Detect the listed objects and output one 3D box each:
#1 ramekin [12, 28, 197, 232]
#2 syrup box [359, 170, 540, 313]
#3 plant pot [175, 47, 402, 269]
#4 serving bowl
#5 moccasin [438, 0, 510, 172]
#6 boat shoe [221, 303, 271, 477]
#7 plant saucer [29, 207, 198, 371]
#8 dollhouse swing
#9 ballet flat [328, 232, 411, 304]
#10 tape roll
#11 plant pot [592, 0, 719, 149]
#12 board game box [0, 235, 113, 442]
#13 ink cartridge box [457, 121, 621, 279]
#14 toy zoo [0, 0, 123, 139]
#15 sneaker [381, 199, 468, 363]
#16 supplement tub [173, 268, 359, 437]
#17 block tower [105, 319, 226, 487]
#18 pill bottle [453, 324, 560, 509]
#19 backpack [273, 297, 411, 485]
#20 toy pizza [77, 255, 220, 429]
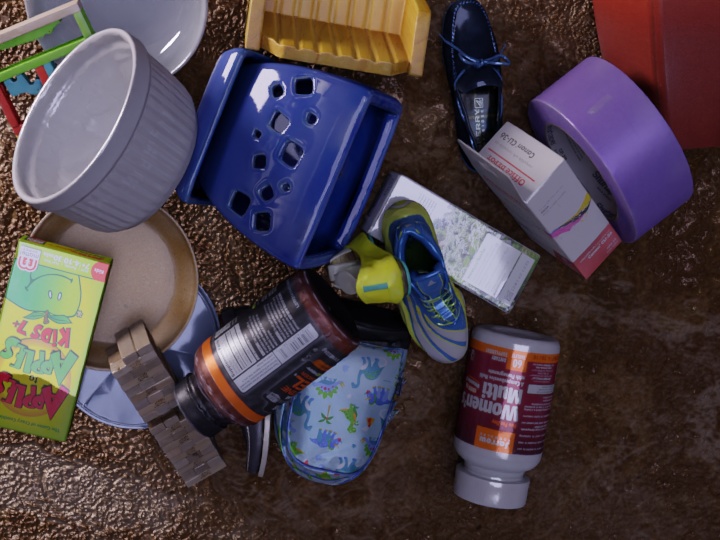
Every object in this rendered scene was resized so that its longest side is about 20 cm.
[{"bbox_3d":[-0.259,-0.135,1.226,0.105,0.200,0.202,32,91,-39],"label":"ramekin"},{"bbox_3d":[0.104,-0.035,1.398,0.198,0.081,0.080,29,94,-9],"label":"syrup box"},{"bbox_3d":[-0.082,-0.130,1.293,0.178,0.200,0.203,24,97,10],"label":"plant pot"},{"bbox_3d":[-0.264,-0.305,1.306,0.196,0.066,0.203,-1,118,-2],"label":"serving bowl"},{"bbox_3d":[0.144,-0.219,1.391,0.079,0.068,0.203,-13,98,-7],"label":"moccasin"},{"bbox_3d":[-0.135,0.140,1.388,0.062,0.073,0.204,0,92,-5],"label":"boat shoe"},{"bbox_3d":[-0.281,0.010,1.333,0.197,0.035,0.204,-1,97,-8],"label":"plant saucer"},{"bbox_3d":[-0.017,-0.336,1.311,0.197,0.182,0.178,9,115,-9],"label":"dollhouse swing"},{"bbox_3d":[0.000,0.000,1.294,0.066,0.200,0.068,-15,101,-10],"label":"ballet flat"},{"bbox_3d":[0.284,-0.137,1.355,0.085,0.200,0.201,-36,100,-3],"label":"tape roll"},{"bbox_3d":[0.391,-0.242,1.374,0.197,0.200,0.179,-6,108,-8],"label":"plant pot"},{"bbox_3d":[-0.343,0.074,1.289,0.100,0.048,0.203,14,95,-10],"label":"board game box"},{"bbox_3d":[0.203,-0.091,1.349,0.068,0.116,0.200,-46,131,0],"label":"ink cartridge box"},{"bbox_3d":[-0.327,-0.183,1.315,0.129,0.021,0.202,-20,117,4],"label":"toy zoo"},{"bbox_3d":[0.071,0.026,1.314,0.075,0.105,0.202,-21,107,6],"label":"sneaker"},{"bbox_3d":[-0.105,0.094,1.276,0.199,0.107,0.107,-37,100,10],"label":"supplement tub"},{"bbox_3d":[-0.220,0.152,1.337,0.053,0.058,0.202,-27,124,-5],"label":"block tower"},{"bbox_3d":[0.170,0.173,1.418,0.108,0.110,0.203,8,95,-9],"label":"pill bottle"},{"bbox_3d":[-0.030,0.145,1.379,0.161,0.154,0.203,16,106,-17],"label":"backpack"},{"bbox_3d":[-0.261,0.083,1.380,0.197,0.032,0.204,-1,98,-9],"label":"toy pizza"}]
